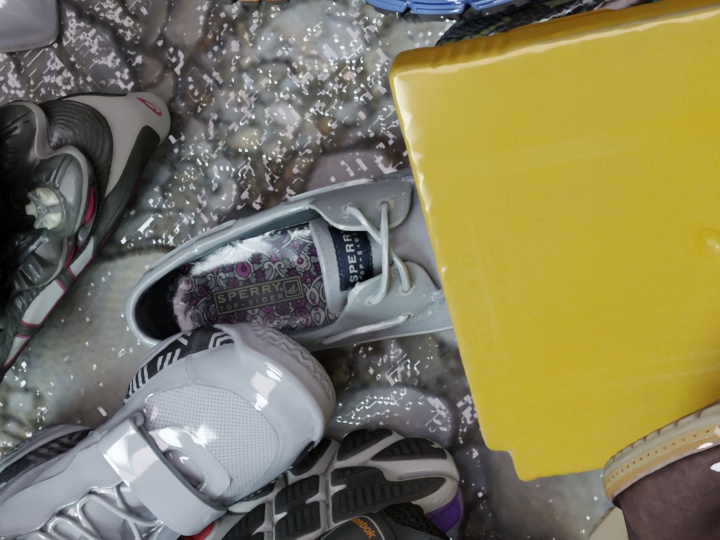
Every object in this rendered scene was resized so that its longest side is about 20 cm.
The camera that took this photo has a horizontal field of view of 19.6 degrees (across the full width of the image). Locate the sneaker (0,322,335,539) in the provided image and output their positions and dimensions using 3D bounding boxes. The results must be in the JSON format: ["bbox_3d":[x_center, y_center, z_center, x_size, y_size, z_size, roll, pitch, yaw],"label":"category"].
[{"bbox_3d":[-0.095,0.100,0.819,0.200,0.115,0.075,-29,113,38],"label":"sneaker"}]

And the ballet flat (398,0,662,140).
[{"bbox_3d":[0.110,-0.089,0.781,0.200,0.074,0.074,-11,90,13],"label":"ballet flat"}]

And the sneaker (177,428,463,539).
[{"bbox_3d":[-0.036,0.138,0.860,0.200,0.081,0.083,-34,109,16],"label":"sneaker"}]

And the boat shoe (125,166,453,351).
[{"bbox_3d":[-0.001,-0.001,0.826,0.201,0.072,0.070,-16,88,20],"label":"boat shoe"}]

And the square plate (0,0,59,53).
[{"bbox_3d":[-0.235,-0.187,0.920,0.198,0.028,0.200,-6,92,19],"label":"square plate"}]

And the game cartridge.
[{"bbox_3d":[0.127,-0.016,0.761,0.200,0.032,0.176,-9,113,14],"label":"game cartridge"}]

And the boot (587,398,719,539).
[{"bbox_3d":[0.146,0.136,0.726,0.072,0.200,0.166,-23,70,-14],"label":"boot"}]

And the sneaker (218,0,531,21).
[{"bbox_3d":[0.010,-0.143,0.796,0.200,0.075,0.079,4,119,22],"label":"sneaker"}]

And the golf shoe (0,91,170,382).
[{"bbox_3d":[-0.147,-0.002,0.881,0.077,0.088,0.200,52,131,6],"label":"golf shoe"}]

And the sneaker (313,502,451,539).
[{"bbox_3d":[0.025,0.177,0.808,0.080,0.086,0.200,35,147,50],"label":"sneaker"}]
